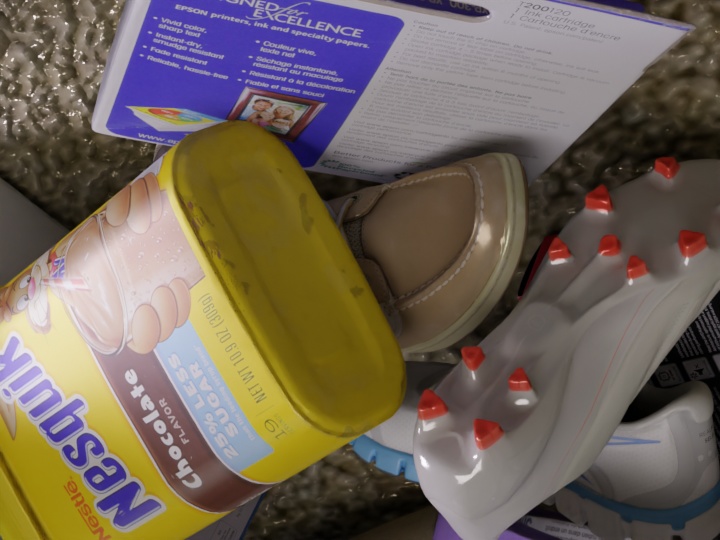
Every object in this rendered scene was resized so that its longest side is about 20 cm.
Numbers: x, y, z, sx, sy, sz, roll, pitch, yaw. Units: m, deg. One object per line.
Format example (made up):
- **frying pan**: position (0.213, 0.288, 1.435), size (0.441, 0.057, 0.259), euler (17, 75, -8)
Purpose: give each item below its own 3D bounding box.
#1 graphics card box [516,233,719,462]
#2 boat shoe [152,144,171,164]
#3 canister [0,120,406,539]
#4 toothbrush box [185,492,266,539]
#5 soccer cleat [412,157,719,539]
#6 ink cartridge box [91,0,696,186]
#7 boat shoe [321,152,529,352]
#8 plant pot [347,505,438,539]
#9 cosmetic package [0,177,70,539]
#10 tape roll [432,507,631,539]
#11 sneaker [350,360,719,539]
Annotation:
- **graphics card box**: position (0.187, 0.024, 0.867), size (0.199, 0.051, 0.126), euler (-15, 120, 32)
- **boat shoe**: position (-0.069, 0.022, 0.962), size (0.071, 0.060, 0.201), euler (4, 128, 19)
- **canister**: position (-0.088, 0.042, 0.831), size (0.200, 0.086, 0.149), euler (-34, 83, 41)
- **toothbrush box**: position (-0.139, 0.175, 1.056), size (0.085, 0.147, 0.200), euler (33, 133, -4)
- **soccer cleat**: position (0.095, 0.030, 0.799), size (0.069, 0.200, 0.078), euler (30, 152, 36)
- **ink cartridge box**: position (0.005, -0.090, 0.761), size (0.196, 0.044, 0.200), euler (10, 161, -13)
- **boat shoe**: position (0.000, 0.000, 0.839), size (0.065, 0.073, 0.200), euler (12, 157, -29)
- **plant pot**: position (0.011, 0.218, 1.028), size (0.187, 0.188, 0.200), euler (38, 115, -11)
- **cosmetic package**: position (-0.221, 0.081, 0.977), size (0.166, 0.201, 0.167), euler (37, 131, -9)
- **tape roll**: position (0.122, 0.167, 0.858), size (0.198, 0.200, 0.086), euler (13, 88, 12)
- **sneaker**: position (0.075, 0.057, 0.873), size (0.199, 0.075, 0.087), euler (12, 121, 26)
